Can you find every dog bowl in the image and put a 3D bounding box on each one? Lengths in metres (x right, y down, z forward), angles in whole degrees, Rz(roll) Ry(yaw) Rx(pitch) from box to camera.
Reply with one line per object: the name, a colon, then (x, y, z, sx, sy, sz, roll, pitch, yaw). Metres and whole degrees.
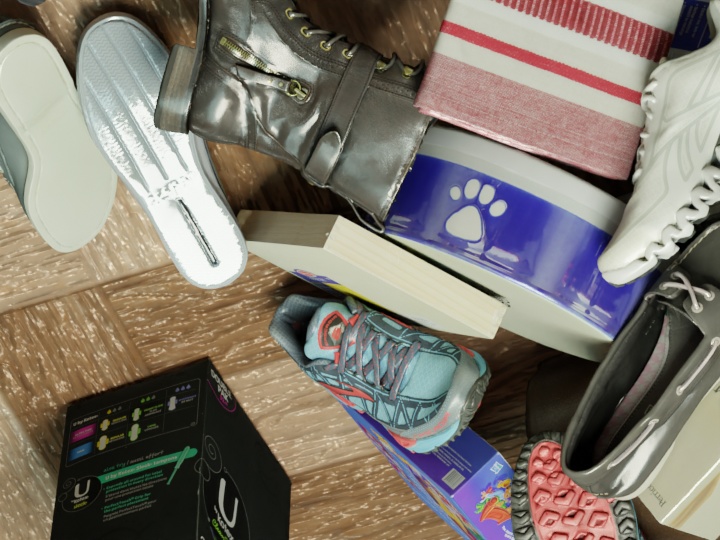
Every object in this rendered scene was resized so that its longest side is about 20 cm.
dog bowl: (0.102, -0.016, 1.666, 0.200, 0.200, 0.079, 29, 82, -21)

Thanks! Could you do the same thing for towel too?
towel: (0.128, -0.170, 1.581, 0.144, 0.023, 0.200, 19, 88, -14)

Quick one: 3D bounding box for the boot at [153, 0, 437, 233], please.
boot: (-0.023, -0.141, 1.595, 0.174, 0.069, 0.200, 18, 100, 2)

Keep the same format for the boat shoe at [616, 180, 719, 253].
boat shoe: (0.239, -0.050, 1.708, 0.074, 0.065, 0.202, 24, 152, -38)

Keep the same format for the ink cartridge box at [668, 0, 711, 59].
ink cartridge box: (0.199, -0.149, 1.655, 0.200, 0.039, 0.099, 11, 129, -9)

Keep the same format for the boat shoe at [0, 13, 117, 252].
boat shoe: (-0.217, -0.095, 1.706, 0.073, 0.062, 0.200, -38, 142, -18)

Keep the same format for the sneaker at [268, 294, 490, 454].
sneaker: (0.004, 0.064, 1.739, 0.096, 0.200, 0.079, 32, 80, -34)

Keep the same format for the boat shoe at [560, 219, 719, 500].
boat shoe: (0.189, 0.052, 1.586, 0.057, 0.067, 0.200, 21, 100, -51)

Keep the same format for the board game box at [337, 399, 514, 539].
board game box: (0.067, 0.144, 1.800, 0.045, 0.200, 0.134, -43, 123, -6)

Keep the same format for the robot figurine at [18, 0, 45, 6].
robot figurine: (-0.237, -0.243, 1.531, 0.150, 0.125, 0.200, 27, 125, -23)

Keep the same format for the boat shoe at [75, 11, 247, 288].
boat shoe: (-0.136, -0.080, 1.700, 0.072, 0.062, 0.200, -24, 109, -4)

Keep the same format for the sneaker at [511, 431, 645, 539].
sneaker: (0.158, 0.197, 1.700, 0.079, 0.096, 0.200, -28, 94, 2)

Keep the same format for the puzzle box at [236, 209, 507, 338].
puzzle box: (0.000, 0.000, 1.702, 0.133, 0.200, 0.025, 27, 83, -21)

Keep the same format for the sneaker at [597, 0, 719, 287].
sneaker: (0.198, -0.080, 1.566, 0.081, 0.075, 0.200, 35, 84, 2)

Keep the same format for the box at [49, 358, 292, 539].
box: (-0.134, 0.192, 1.837, 0.124, 0.200, 0.149, -19, 126, 14)

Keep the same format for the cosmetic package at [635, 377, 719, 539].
cosmetic package: (0.244, 0.063, 1.625, 0.200, 0.105, 0.071, -51, 142, 14)

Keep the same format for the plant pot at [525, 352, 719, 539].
plant pot: (0.234, 0.110, 1.779, 0.198, 0.200, 0.200, -19, 127, 25)
